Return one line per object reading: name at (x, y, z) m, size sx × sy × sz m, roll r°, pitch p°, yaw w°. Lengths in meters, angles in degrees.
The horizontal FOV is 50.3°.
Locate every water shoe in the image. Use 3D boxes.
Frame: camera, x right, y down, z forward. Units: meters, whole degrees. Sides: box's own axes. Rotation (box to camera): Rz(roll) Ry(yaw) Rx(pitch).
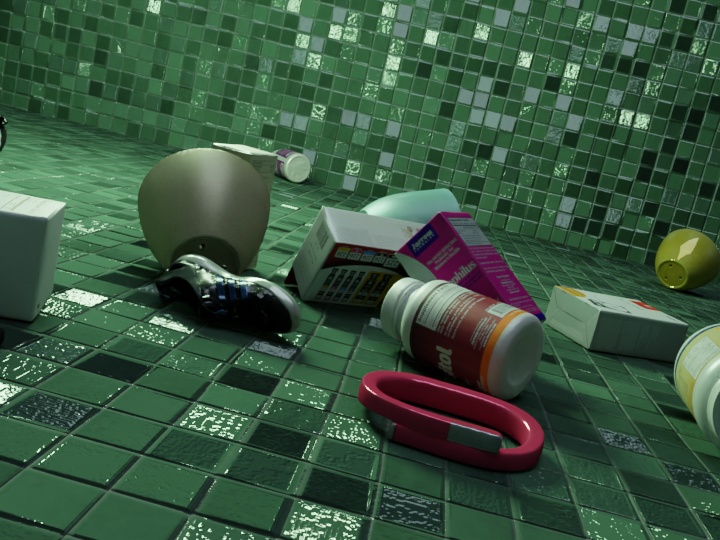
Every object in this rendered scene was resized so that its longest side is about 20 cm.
water shoe at (-0.171, 0.046, 0.983) m, size 0.199 × 0.072 × 0.079 m, roll 20°, pitch 40°, yaw 22°

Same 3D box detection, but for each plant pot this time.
plant pot at (1.030, -0.014, 2.467) m, size 0.199 × 0.201 × 0.142 m, roll 22°, pitch 38°, yaw 38°
plant pot at (0.078, -0.049, 1.408) m, size 0.160 × 0.202 × 0.201 m, roll -1°, pitch 15°, yaw -17°

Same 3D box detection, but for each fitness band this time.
fitness band at (0.093, 0.154, 0.801) m, size 0.198 × 0.038 × 0.144 m, roll 16°, pitch 8°, yaw 9°

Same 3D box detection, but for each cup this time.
cup at (-0.228, -0.055, 1.120) m, size 0.199 × 0.201 × 0.144 m, roll 10°, pitch 37°, yaw -18°

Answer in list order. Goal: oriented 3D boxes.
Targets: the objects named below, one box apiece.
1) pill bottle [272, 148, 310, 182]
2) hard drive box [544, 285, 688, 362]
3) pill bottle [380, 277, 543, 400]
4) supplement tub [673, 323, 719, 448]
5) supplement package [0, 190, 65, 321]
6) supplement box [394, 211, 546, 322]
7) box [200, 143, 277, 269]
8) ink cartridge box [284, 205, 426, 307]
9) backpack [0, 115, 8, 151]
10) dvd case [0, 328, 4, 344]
pill bottle at (-0.281, -0.413, 2.983) m, size 0.112 × 0.113 × 0.200 m, roll 7°, pitch 13°, yaw -32°
hard drive box at (0.471, 0.099, 1.426) m, size 0.198 × 0.077 × 0.156 m, roll 10°, pitch 12°, yaw -21°
pill bottle at (0.127, 0.080, 0.999) m, size 0.199 × 0.114 × 0.113 m, roll 22°, pitch 14°, yaw 39°
supplement tub at (0.493, 0.155, 0.985) m, size 0.143 × 0.146 × 0.200 m, roll 15°, pitch 11°, yaw 9°
supplement package at (-0.443, -0.030, 0.842) m, size 0.198 × 0.118 × 0.117 m, roll 11°, pitch 11°, yaw -14°
supplement box at (0.157, 0.022, 1.109) m, size 0.103 × 0.101 × 0.201 m, roll -3°, pitch 54°, yaw -57°
box at (-0.209, -0.106, 1.286) m, size 0.077 × 0.202 × 0.095 m, roll 17°, pitch 12°, yaw 21°
ink cartridge box at (0.000, 0.000, 1.243) m, size 0.199 × 0.176 × 0.084 m, roll 7°, pitch 44°, yaw -30°
backpack at (-0.803, -0.255, 1.514) m, size 0.165 × 0.128 × 0.200 m, roll 0°, pitch 14°, yaw -7°
dvd case at (-0.435, 0.059, 0.665) m, size 0.198 × 0.018 × 0.143 m, roll 11°, pitch 11°, yaw -7°
